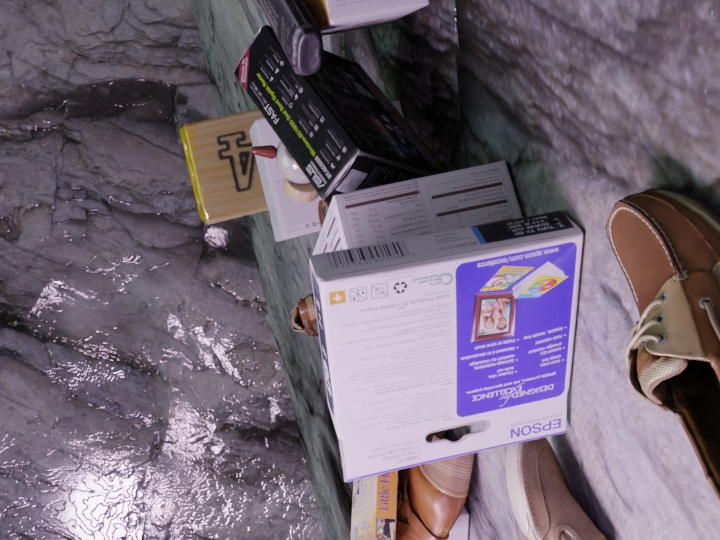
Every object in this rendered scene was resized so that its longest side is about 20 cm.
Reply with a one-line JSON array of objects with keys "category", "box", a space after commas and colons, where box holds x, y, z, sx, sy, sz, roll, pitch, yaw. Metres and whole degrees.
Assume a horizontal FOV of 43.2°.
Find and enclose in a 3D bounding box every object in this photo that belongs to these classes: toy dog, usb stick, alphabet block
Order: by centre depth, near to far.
[{"category": "usb stick", "box": [-0.075, -0.255, 0.864, 0.201, 0.032, 0.056, -115, 23, -43]}, {"category": "toy dog", "box": [-0.071, -0.179, 1.115, 0.201, 0.095, 0.133, -80, 11, -51]}, {"category": "alphabet block", "box": [-0.242, -0.214, 1.824, 0.195, 0.198, 0.199, -158, 55, -76]}]

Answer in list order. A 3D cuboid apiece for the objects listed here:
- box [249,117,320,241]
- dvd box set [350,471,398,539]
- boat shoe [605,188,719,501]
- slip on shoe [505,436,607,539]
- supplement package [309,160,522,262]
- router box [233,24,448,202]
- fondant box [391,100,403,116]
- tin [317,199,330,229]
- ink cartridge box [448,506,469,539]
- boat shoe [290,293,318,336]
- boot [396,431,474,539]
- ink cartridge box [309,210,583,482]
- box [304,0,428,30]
[{"category": "box", "box": [-0.116, -0.159, 1.548, 0.124, 0.096, 0.202, -179, 75, -78]}, {"category": "dvd box set", "box": [0.018, 0.249, 1.113, 0.147, 0.029, 0.202, 119, 156, -67]}, {"category": "boat shoe", "box": [0.176, 0.040, 0.468, 0.076, 0.073, 0.201, 91, 161, -50]}, {"category": "slip on shoe", "box": [0.175, 0.224, 0.738, 0.060, 0.076, 0.202, -30, 59, 36]}, {"category": "supplement package", "box": [0.049, 0.001, 0.820, 0.200, 0.154, 0.112, 122, 135, -74]}, {"category": "router box", "box": [-0.017, -0.143, 0.898, 0.062, 0.149, 0.201, -50, 55, 25]}, {"category": "fondant box", "box": [0.020, -0.096, 1.085, 0.200, 0.058, 0.146, 134, 121, -77]}, {"category": "tin", "box": [0.000, 0.000, 1.071, 0.112, 0.041, 0.202, 87, 161, -63]}, {"category": "ink cartridge box", "box": [0.071, 0.307, 1.239, 0.201, 0.083, 0.146, -117, 18, -48]}, {"category": "boat shoe", "box": [-0.101, 0.087, 1.778, 0.200, 0.073, 0.076, 113, 141, -70]}, {"category": "boot", "box": [0.067, 0.263, 1.113, 0.200, 0.076, 0.157, 23, 96, 61]}, {"category": "ink cartridge box", "box": [0.068, 0.062, 0.704, 0.044, 0.196, 0.202, -112, 14, -55]}, {"category": "box", "box": [-0.016, -0.332, 0.845, 0.124, 0.096, 0.203, -152, 49, -75]}]
